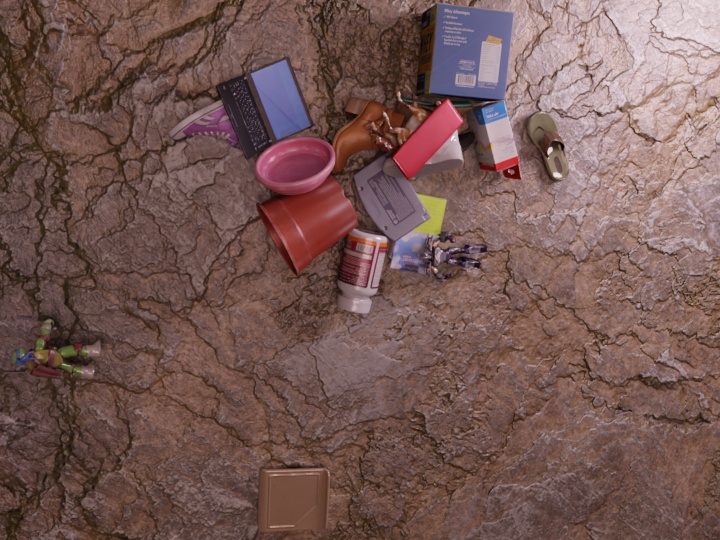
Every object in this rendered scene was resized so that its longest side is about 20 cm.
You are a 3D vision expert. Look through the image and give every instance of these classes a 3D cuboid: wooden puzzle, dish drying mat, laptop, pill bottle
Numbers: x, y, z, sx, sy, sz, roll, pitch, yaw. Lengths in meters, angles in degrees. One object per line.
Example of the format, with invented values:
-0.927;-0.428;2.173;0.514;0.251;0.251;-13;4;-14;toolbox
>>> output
-0.187;0.637;1.806;0.196;0.037;0.189;2;102;-6;wooden puzzle
0.159;-0.312;1.536;0.200;0.018;0.077;-47;114;-8;dish drying mat
-0.222;-0.388;1.538;0.102;0.200;0.180;-12;110;27;laptop
0.000;0.000;1.665;0.108;0.110;0.204;11;99;-12;pill bottle

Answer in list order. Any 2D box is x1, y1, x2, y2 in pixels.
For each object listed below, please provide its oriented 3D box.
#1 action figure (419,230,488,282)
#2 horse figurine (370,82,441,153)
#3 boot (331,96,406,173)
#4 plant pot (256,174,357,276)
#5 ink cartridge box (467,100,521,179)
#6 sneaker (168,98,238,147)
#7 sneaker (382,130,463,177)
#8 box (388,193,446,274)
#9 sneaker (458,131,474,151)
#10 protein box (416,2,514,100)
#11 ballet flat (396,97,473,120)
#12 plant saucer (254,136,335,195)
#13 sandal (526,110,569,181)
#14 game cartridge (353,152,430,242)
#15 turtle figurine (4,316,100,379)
0.234;-0.039;1.687;0.197;0.069;0.132;-2;110;-29;action figure
0.110;-0.350;1.547;0.132;0.050;0.201;43;77;-14;horse figurine
0.018;-0.318;1.604;0.153;0.077;0.203;20;85;8;boot
-0.123;-0.123;1.585;0.193;0.201;0.203;-31;105;-10;plant pot
0.342;-0.323;1.656;0.066;0.116;0.203;-19;104;-6;ink cartridge box
-0.352;-0.336;1.554;0.198;0.073;0.116;-27;108;-4;sneaker
0.149;-0.301;1.601;0.196;0.074;0.118;-7;70;6;sneaker
0.147;-0.099;1.703;0.120;0.048;0.204;9;100;-11;box
0.199;-0.323;1.657;0.197;0.076;0.092;-23;96;-8;sneaker
0.252;-0.527;1.588;0.195;0.135;0.204;2;101;-10;protein box
0.187;-0.395;1.643;0.196;0.068;0.074;0;112;-8;ballet flat
-0.154;-0.247;1.557;0.197;0.202;0.051;-18;134;-6;plant saucer
0.510;-0.331;1.715;0.079;0.057;0.203;-32;105;-2;sandal
0.073;-0.183;1.645;0.132;0.041;0.202;-32;86;3;game cartridge
-0.752;0.195;1.591;0.191;0.199;0.147;13;76;-32;turtle figurine
